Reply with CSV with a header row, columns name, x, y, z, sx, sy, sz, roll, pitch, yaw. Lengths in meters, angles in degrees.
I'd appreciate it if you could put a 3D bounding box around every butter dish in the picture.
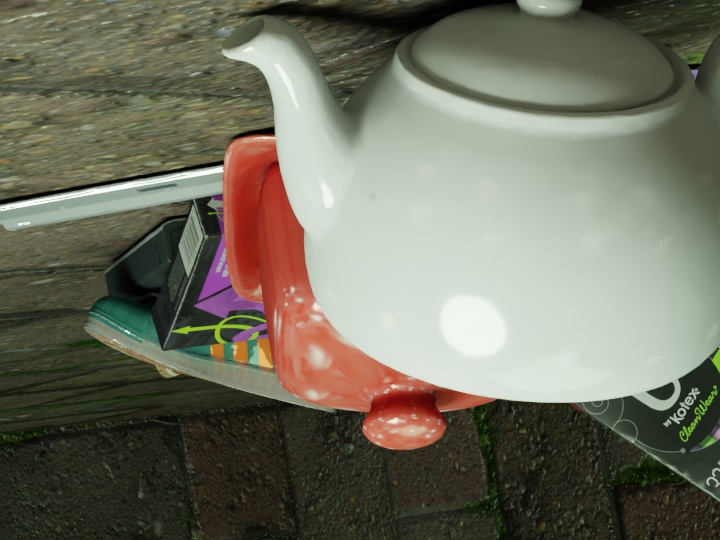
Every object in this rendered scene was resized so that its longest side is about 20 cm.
name,x,y,z,sx,sy,sz,roll,pitch,yaw
butter dish,0.024,0.025,1.186,0.199,0.148,0.200,2,154,-1

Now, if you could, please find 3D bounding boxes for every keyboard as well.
name,x,y,z,sx,sy,sz,roll,pitch,yaw
keyboard,-0.112,-0.047,1.231,0.200,0.011,0.056,-10,169,4

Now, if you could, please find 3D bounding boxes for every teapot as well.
name,x,y,z,sx,sy,sz,roll,pitch,yaw
teapot,0.075,-0.047,0.897,0.197,0.146,0.200,20,-152,28

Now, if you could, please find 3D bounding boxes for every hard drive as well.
name,x,y,z,sx,sy,sz,roll,pitch,yaw
hard drive,-0.087,-0.011,1.499,0.139,0.033,0.200,-8,174,-18

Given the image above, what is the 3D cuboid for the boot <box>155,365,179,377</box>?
name,x,y,z,sx,sy,sz,roll,pitch,yaw
boot,-0.107,0.033,1.756,0.107,0.075,0.200,-14,-178,17

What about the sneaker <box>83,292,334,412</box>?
name,x,y,z,sx,sy,sz,roll,pitch,yaw
sneaker,-0.094,0.037,1.511,0.200,0.080,0.071,18,176,-32

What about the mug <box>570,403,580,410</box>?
name,x,y,z,sx,sy,sz,roll,pitch,yaw
mug,0.231,0.053,2.005,0.200,0.178,0.133,0,-174,-35

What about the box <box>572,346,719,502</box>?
name,x,y,z,sx,sy,sz,roll,pitch,yaw
box,0.213,0.046,1.534,0.200,0.149,0.124,34,-175,14

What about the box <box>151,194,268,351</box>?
name,x,y,z,sx,sy,sz,roll,pitch,yaw
box,-0.021,-0.007,1.390,0.200,0.036,0.143,-8,152,-21

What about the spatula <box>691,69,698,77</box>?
name,x,y,z,sx,sy,sz,roll,pitch,yaw
spatula,0.112,-0.061,1.210,0.056,0.021,0.200,-6,153,-33
